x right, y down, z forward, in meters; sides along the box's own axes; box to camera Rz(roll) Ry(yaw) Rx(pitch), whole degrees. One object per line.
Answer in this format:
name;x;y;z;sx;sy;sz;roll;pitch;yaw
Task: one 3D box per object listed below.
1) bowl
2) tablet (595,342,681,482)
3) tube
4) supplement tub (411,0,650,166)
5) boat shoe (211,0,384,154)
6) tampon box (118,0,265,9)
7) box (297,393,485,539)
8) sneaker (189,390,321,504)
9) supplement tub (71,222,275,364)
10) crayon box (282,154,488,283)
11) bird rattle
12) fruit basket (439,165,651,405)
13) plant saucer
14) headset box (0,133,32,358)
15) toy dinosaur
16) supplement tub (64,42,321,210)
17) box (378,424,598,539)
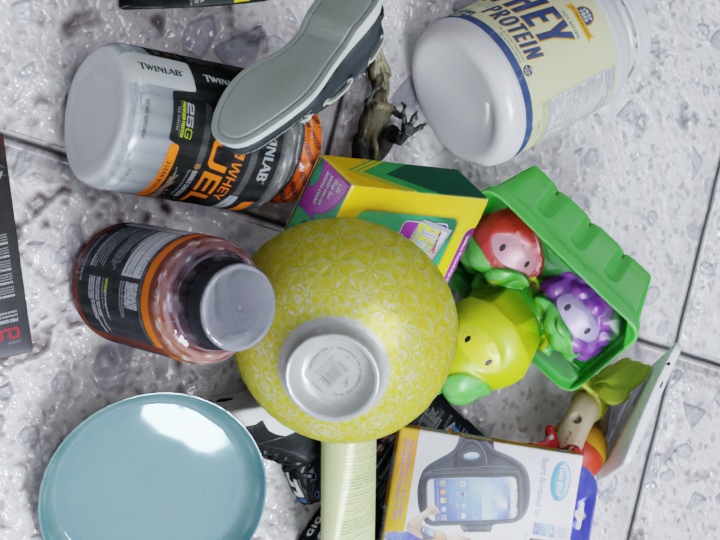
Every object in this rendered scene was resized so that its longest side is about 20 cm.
bowl;-0.019;0.068;1.601;0.198;0.108;0.202;2;112;5
tablet;0.276;0.145;1.924;0.014;0.200;0.131;25;79;3
tube;-0.012;0.186;1.725;0.058;0.052;0.202;-3;105;-9
supplement tub;0.163;-0.200;1.815;0.199;0.145;0.146;-30;111;-29
boat shoe;-0.044;-0.157;1.586;0.200;0.075;0.061;-45;146;-21
tampon box;-0.098;-0.306;1.628;0.199;0.126;0.151;-14;104;-34
box;0.051;0.230;1.845;0.159;0.046;0.201;45;70;-30
sneaker;-0.074;0.164;1.733;0.199;0.073;0.113;-11;101;-35
supplement tub;-0.151;0.020;1.584;0.106;0.199;0.108;-5;100;-35
crayon box;0.000;0.000;1.713;0.172;0.058;0.201;4;121;-43
bird rattle;0.218;0.174;1.907;0.163;0.112;0.201;75;31;-57
fruit basket;0.148;0.033;1.806;0.214;0.156;0.217;15;55;-22
plant saucer;-0.180;0.192;1.653;0.199;0.027;0.202;-6;113;-15
headset box;-0.349;0.000;1.517;0.148;0.075;0.202;-12;102;-34
toy dinosaur;0.012;-0.110;1.753;0.047;0.088;0.201;19;84;-25
supplement tub;-0.140;-0.118;1.623;0.199;0.122;0.124;7;91;-35
box;0.122;0.217;1.784;0.198;0.041;0.120;9;90;-2
